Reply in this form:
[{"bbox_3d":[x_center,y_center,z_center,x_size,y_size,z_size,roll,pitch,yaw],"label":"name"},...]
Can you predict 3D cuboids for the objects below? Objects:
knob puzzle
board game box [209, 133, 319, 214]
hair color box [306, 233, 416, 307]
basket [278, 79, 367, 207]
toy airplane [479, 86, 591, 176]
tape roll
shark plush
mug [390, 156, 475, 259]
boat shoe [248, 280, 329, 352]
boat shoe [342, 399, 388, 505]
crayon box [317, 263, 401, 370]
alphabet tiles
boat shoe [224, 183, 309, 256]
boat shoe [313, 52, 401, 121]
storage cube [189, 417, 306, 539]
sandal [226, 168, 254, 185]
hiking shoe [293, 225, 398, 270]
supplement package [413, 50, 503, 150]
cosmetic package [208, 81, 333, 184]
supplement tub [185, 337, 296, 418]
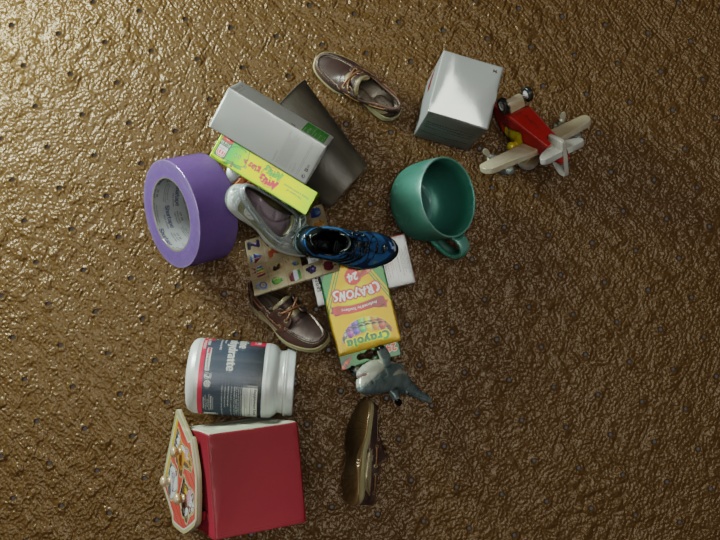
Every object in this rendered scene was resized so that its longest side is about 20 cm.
[{"bbox_3d":[-0.327,0.382,1.548,0.030,0.219,0.223,2,86,-29],"label":"knob puzzle"},{"bbox_3d":[-0.171,-0.172,1.563,0.199,0.102,0.048,31,93,-2],"label":"board game box"},{"bbox_3d":[0.000,0.000,1.684,0.198,0.061,0.103,-13,90,-5],"label":"hair color box"},{"bbox_3d":[-0.094,-0.231,1.658,0.200,0.136,0.181,42,98,-5],"label":"basket"},{"bbox_3d":[0.344,-0.246,1.683,0.198,0.142,0.201,10,54,10],"label":"toy airplane"},{"bbox_3d":[-0.317,-0.111,1.594,0.084,0.199,0.202,-16,87,-40],"label":"tape roll"},{"bbox_3d":[0.055,0.226,1.645,0.090,0.200,0.084,-30,48,19],"label":"shark plush"},{"bbox_3d":[0.131,-0.118,1.658,0.151,0.114,0.187,5,83,-39],"label":"mug"},{"bbox_3d":[-0.140,0.080,1.613,0.072,0.072,0.199,-39,55,-22],"label":"boat shoe"},{"bbox_3d":[0.015,0.355,1.671,0.071,0.072,0.202,15,73,-33],"label":"boat shoe"},{"bbox_3d":[0.001,0.080,1.628,0.126,0.051,0.202,-15,92,-4],"label":"crayon box"},{"bbox_3d":[-0.139,-0.054,1.645,0.165,0.008,0.201,-17,53,1],"label":"alphabet tiles"},{"bbox_3d":[-0.152,-0.091,1.556,0.201,0.064,0.075,38,65,-28],"label":"boat shoe"},{"bbox_3d":[-0.003,-0.367,1.681,0.199,0.072,0.072,36,86,-1],"label":"boat shoe"},{"bbox_3d":[-0.214,0.371,1.572,0.198,0.171,0.182,-4,87,-27],"label":"storage cube"},{"bbox_3d":[-0.187,-0.127,1.645,0.079,0.059,0.208,-30,89,1],"label":"sandal"},{"bbox_3d":[-0.019,-0.038,1.547,0.198,0.087,0.075,3,92,-19],"label":"hiking shoe"},{"bbox_3d":[0.183,-0.321,1.645,0.118,0.200,0.123,16,85,-3],"label":"supplement package"},{"bbox_3d":[-0.157,-0.247,1.537,0.199,0.108,0.085,31,108,-7],"label":"cosmetic package"},{"bbox_3d":[-0.223,0.204,1.617,0.197,0.140,0.142,5,87,-4],"label":"supplement tub"}]
